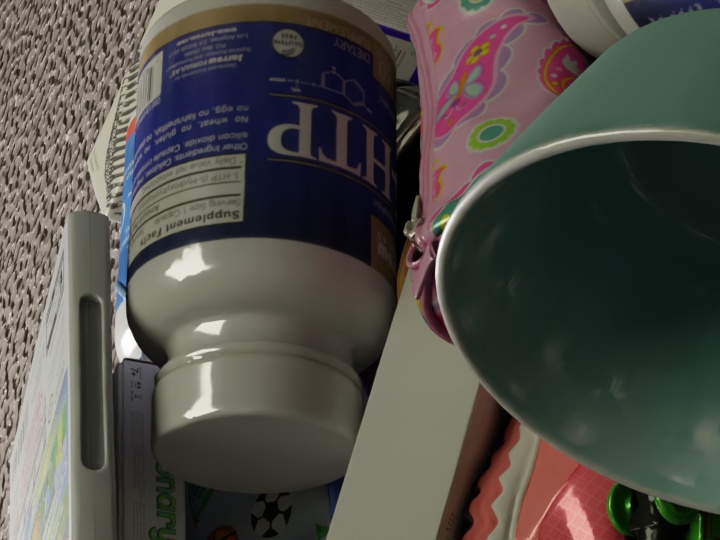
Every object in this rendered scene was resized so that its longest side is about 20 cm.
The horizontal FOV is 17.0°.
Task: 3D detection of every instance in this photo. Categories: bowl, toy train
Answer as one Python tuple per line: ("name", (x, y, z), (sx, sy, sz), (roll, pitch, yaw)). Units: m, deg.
("bowl", (0.134, -0.013, 0.842), (0.201, 0.200, 0.106), (-40, 22, 50))
("toy train", (0.125, 0.083, 0.924), (0.042, 0.056, 0.202), (-22, 56, 54))

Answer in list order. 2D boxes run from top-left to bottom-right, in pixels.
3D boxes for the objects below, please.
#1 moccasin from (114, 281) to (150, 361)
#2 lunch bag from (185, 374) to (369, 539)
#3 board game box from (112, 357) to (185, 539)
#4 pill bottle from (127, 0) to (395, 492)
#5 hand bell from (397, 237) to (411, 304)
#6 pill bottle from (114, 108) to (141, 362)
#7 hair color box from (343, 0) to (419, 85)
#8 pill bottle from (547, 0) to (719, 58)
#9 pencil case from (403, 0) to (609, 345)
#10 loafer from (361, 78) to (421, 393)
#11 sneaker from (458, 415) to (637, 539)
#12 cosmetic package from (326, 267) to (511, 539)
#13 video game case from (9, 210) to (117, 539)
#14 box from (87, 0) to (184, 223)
("moccasin", (-0.082, 0.004, 1.206), (0.080, 0.068, 0.202), (18, 87, 45))
("lunch bag", (-0.036, 0.165, 1.132), (0.171, 0.123, 0.201), (-99, 28, -44))
("board game box", (-0.116, 0.159, 1.119), (0.126, 0.034, 0.201), (125, 149, -49))
("pill bottle", (-0.043, -0.012, 1.069), (0.120, 0.119, 0.202), (-38, 45, 51))
("hand bell", (0.048, -0.056, 1.160), (0.104, 0.103, 0.202), (-121, 40, -57))
("pill bottle", (-0.078, 0.004, 1.323), (0.112, 0.111, 0.201), (-42, 40, 48))
("hair color box", (-0.024, -0.164, 1.314), (0.065, 0.109, 0.201), (-59, 29, 31))
("pill bottle", (0.156, -0.136, 0.919), (0.200, 0.119, 0.121), (-11, 65, 62))
("pencil case", (0.059, -0.051, 0.993), (0.088, 0.087, 0.201), (-54, 20, 35))
("loafer", (0.000, 0.000, 1.219), (0.063, 0.071, 0.202), (16, 87, 61))
("sneaker", (0.104, 0.061, 0.992), (0.086, 0.074, 0.202), (-3, 60, 29))
("cosmetic package", (0.038, 0.064, 1.024), (0.050, 0.083, 0.201), (4, 54, 20))
("video game case", (-0.134, 0.106, 1.075), (0.201, 0.022, 0.183), (112, 158, -49))
("box", (-0.097, -0.123, 1.487), (0.201, 0.068, 0.082), (-64, 26, 21))
